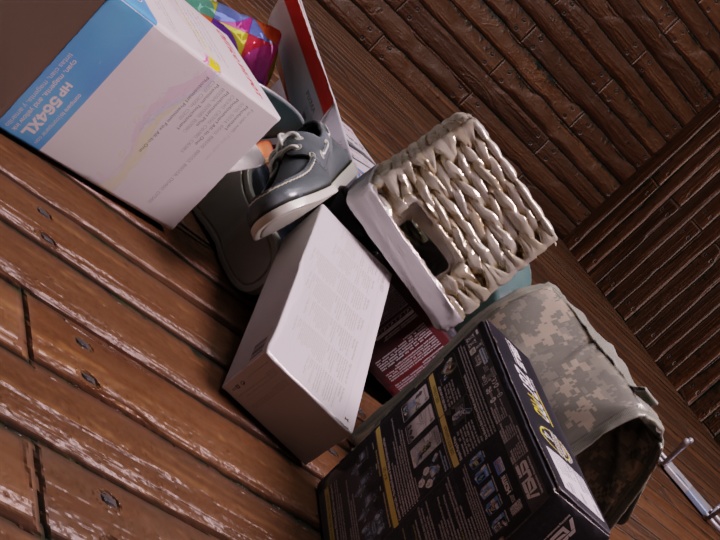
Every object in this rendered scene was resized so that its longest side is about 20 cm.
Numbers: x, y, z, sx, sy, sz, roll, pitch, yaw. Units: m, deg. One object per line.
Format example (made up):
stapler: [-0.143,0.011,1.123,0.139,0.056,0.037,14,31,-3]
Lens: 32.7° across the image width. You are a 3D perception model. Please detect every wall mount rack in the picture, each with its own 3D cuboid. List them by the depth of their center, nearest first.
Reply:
wall mount rack: [0.559,0.342,2.023,0.200,0.075,0.173,50,12,16]

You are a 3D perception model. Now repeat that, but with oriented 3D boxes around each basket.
basket: [0.076,-0.051,1.032,0.136,0.123,0.200,53,6,-6]

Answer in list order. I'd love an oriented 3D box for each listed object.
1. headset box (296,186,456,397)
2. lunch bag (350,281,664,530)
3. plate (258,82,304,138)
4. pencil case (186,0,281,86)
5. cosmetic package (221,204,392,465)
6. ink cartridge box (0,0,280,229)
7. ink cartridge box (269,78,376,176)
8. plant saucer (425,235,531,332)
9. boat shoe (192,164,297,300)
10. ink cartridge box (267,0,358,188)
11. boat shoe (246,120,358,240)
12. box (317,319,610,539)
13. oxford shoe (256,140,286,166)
headset box: [0.021,0.033,1.087,0.200,0.075,0.149,50,8,-33]
lunch bag: [0.110,0.123,0.865,0.117,0.200,0.165,38,14,-33]
plate: [-0.146,-0.155,1.100,0.198,0.026,0.200,19,-9,3]
pencil case: [-0.172,-0.219,1.116,0.198,0.089,0.089,23,18,-12]
cosmetic package: [-0.033,0.040,0.875,0.082,0.051,0.201,43,28,-15]
ink cartridge box: [-0.167,-0.137,0.904,0.199,0.125,0.129,35,17,-45]
ink cartridge box: [-0.034,-0.100,1.347,0.144,0.084,0.201,33,18,-49]
plant saucer: [0.069,0.006,1.217,0.200,0.199,0.036,41,49,-27]
boat shoe: [-0.091,-0.052,1.022,0.062,0.075,0.201,31,21,-47]
ink cartridge box: [-0.057,-0.187,1.143,0.201,0.050,0.164,66,5,-58]
boat shoe: [-0.053,-0.074,0.945,0.062,0.072,0.200,60,18,-6]
box: [0.048,0.135,0.702,0.049,0.161,0.200,41,12,-20]
oxford shoe: [-0.089,-0.082,1.184,0.200,0.071,0.074,-28,98,-76]
